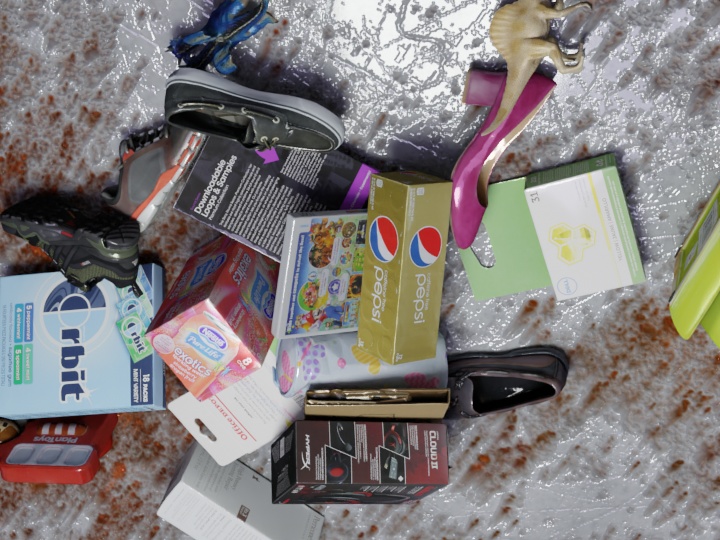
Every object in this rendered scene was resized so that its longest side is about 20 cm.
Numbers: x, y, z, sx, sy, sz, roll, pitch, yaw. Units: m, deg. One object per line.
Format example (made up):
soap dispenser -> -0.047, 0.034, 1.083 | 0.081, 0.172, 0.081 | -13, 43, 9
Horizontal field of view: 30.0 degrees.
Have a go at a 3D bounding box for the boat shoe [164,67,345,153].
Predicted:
boat shoe -> -0.114, -0.155, 1.423 | 0.199, 0.057, 0.069 | 16, 150, -14

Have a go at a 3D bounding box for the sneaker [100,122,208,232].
sneaker -> -0.232, -0.129, 1.510 | 0.082, 0.077, 0.200 | 37, 117, -3

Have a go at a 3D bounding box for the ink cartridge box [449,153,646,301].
ink cartridge box -> 0.203, -0.037, 1.497 | 0.199, 0.048, 0.146 | -14, 114, 14

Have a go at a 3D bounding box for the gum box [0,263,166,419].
gum box -> -0.332, 0.085, 1.602 | 0.199, 0.045, 0.171 | -4, 77, 12

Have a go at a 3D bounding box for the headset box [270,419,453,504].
headset box -> 0.006, 0.225, 1.563 | 0.199, 0.075, 0.149 | 3, 161, -15

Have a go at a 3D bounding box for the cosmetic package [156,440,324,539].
cosmetic package -> -0.150, 0.312, 1.711 | 0.200, 0.102, 0.074 | 33, 119, -9

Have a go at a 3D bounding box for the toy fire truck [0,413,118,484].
toy fire truck -> -0.403, 0.202, 1.657 | 0.199, 0.168, 0.113 | 1, 117, 9

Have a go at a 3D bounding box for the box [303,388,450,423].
box -> 0.015, 0.172, 1.565 | 0.163, 0.021, 0.200 | -1, 160, -3

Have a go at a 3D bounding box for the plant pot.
plant pot -> 0.435, -0.005, 1.393 | 0.181, 0.200, 0.199 | 26, 119, 4

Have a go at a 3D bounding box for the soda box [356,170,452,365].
soda box -> 0.047, -0.003, 1.453 | 0.068, 0.064, 0.201 | 22, 113, 49

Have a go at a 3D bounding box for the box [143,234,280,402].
box -> -0.151, 0.042, 1.511 | 0.094, 0.200, 0.103 | -29, 108, 23

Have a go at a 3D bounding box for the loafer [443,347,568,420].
loafer -> 0.146, 0.139, 1.588 | 0.199, 0.063, 0.072 | -14, 114, 17

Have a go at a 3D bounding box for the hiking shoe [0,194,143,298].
hiking shoe -> -0.339, -0.022, 1.558 | 0.199, 0.076, 0.101 | 16, 121, 30

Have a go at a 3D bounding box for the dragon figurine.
dragon figurine -> -0.143, -0.243, 1.396 | 0.059, 0.200, 0.100 | 43, 80, -20

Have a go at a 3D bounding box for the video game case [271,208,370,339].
video game case -> 0.000, 0.000, 1.491 | 0.199, 0.018, 0.144 | -5, 116, -32

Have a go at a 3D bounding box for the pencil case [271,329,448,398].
pencil case -> 0.001, 0.107, 1.543 | 0.199, 0.083, 0.091 | 3, 160, -21

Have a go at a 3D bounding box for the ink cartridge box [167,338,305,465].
ink cartridge box -> -0.122, 0.141, 1.634 | 0.200, 0.067, 0.117 | -32, 109, 22

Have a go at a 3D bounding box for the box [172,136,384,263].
box -> -0.089, -0.088, 1.496 | 0.199, 0.036, 0.143 | 28, 92, -6

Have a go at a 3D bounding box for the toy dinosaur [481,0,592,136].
toy dinosaur -> 0.181, -0.232, 1.387 | 0.101, 0.058, 0.201 | 9, 96, 5

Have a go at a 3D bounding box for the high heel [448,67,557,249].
high heel -> 0.151, -0.116, 1.442 | 0.096, 0.067, 0.201 | 10, 98, 15
